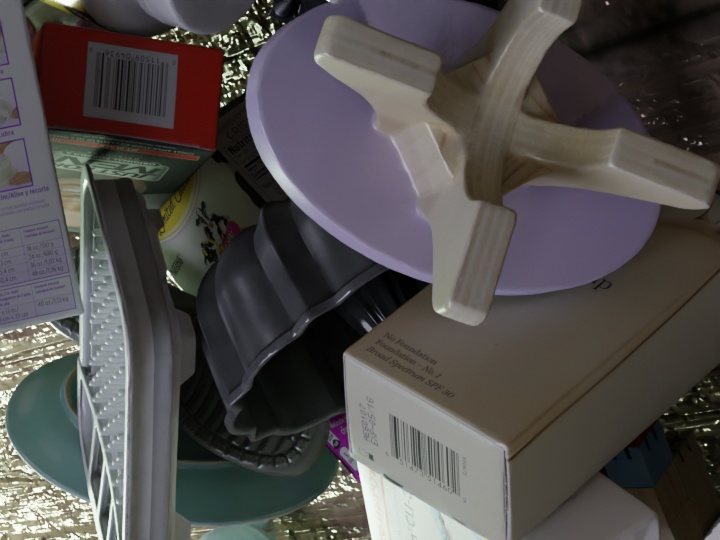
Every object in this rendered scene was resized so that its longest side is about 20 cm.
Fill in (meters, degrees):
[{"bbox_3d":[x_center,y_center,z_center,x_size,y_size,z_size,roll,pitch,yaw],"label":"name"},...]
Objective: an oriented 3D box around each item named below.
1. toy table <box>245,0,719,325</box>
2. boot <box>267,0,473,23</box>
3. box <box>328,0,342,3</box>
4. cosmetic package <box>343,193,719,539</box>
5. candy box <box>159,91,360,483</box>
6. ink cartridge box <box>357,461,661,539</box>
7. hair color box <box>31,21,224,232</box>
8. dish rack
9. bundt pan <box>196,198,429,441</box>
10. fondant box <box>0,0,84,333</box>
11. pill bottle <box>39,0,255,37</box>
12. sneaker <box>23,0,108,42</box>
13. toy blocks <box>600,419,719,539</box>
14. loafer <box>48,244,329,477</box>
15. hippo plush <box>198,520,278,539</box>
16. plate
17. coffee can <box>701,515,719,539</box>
[{"bbox_3d":[0.058,-0.063,1.222,0.117,0.200,0.184,166,111,-73],"label":"toy table"},{"bbox_3d":[0.041,-0.133,1.343,0.198,0.073,0.163,18,145,23],"label":"boot"},{"bbox_3d":[0.027,-0.234,1.143,0.106,0.200,0.152,38,145,18],"label":"box"},{"bbox_3d":[0.095,0.033,1.317,0.103,0.200,0.073,28,141,31],"label":"cosmetic package"},{"bbox_3d":[-0.028,0.009,1.574,0.200,0.061,0.136,47,148,9],"label":"candy box"},{"bbox_3d":[0.062,0.130,1.363,0.200,0.067,0.117,35,144,45],"label":"ink cartridge box"},{"bbox_3d":[-0.149,-0.073,1.530,0.200,0.101,0.061,144,132,-69],"label":"hair color box"},{"bbox_3d":[-0.119,0.060,1.470,0.172,0.043,0.200,-109,19,-52],"label":"dish rack"},{"bbox_3d":[0.000,0.000,1.406,0.076,0.202,0.202,57,149,17],"label":"bundt pan"},{"bbox_3d":[-0.206,-0.070,1.439,0.144,0.058,0.200,-178,75,-68],"label":"fondant box"},{"bbox_3d":[-0.144,-0.191,1.482,0.200,0.109,0.109,25,138,37],"label":"pill bottle"},{"bbox_3d":[-0.227,-0.179,1.619,0.200,0.080,0.088,54,155,-5],"label":"sneaker"},{"bbox_3d":[0.103,0.106,1.466,0.200,0.100,0.137,-3,122,37],"label":"toy blocks"},{"bbox_3d":[-0.093,0.051,1.593,0.200,0.075,0.070,36,179,23],"label":"loafer"},{"bbox_3d":[-0.063,0.239,1.803,0.200,0.159,0.161,15,103,24],"label":"hippo plush"},{"bbox_3d":[-0.109,0.087,1.636,0.200,0.200,0.026,30,122,31],"label":"plate"},{"bbox_3d":[0.265,0.166,1.281,0.200,0.146,0.146,40,146,18],"label":"coffee can"}]
